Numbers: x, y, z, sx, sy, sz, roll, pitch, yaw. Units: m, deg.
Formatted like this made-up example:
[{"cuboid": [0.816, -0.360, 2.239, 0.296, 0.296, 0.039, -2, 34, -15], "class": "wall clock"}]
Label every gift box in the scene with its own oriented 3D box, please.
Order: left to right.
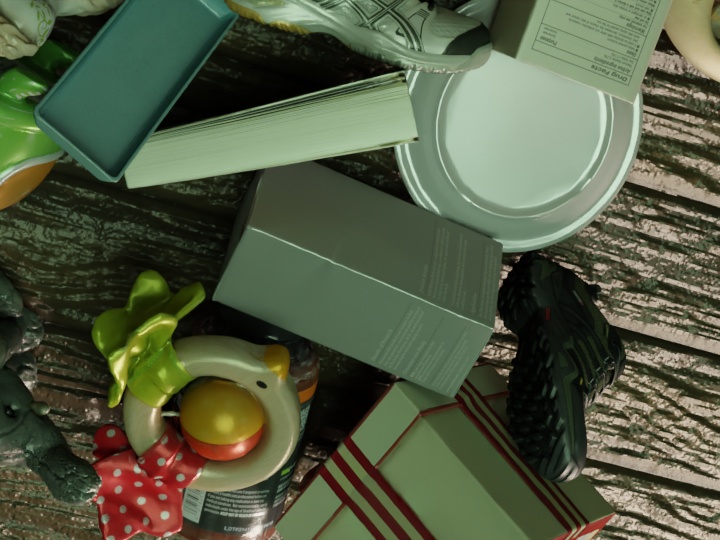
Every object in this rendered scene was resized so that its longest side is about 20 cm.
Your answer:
[{"cuboid": [0.063, 0.187, 1.356, 0.185, 0.187, 0.200, -49, 160, 18], "class": "gift box"}]

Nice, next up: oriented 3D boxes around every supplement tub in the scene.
[{"cuboid": [-0.092, 0.106, 1.340, 0.106, 0.107, 0.202, 9, 113, -16], "class": "supplement tub"}]

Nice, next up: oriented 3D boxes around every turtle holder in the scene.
[{"cuboid": [-0.289, -0.111, 1.168, 0.184, 0.141, 0.132, 20, 111, -22], "class": "turtle holder"}]

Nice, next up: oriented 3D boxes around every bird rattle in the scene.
[{"cuboid": [-0.124, 0.111, 1.241, 0.161, 0.113, 0.202, 3, 114, 3], "class": "bird rattle"}]

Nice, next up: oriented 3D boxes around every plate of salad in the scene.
[{"cuboid": [0.118, -0.114, 1.312, 0.198, 0.048, 0.202, -3, 105, -13], "class": "plate of salad"}]

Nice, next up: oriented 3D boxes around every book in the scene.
[{"cuboid": [-0.061, -0.098, 1.214, 0.198, 0.134, 0.049, -12, 98, 2], "class": "book"}]

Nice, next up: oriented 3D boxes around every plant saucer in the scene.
[{"cuboid": [-0.150, -0.138, 1.168, 0.070, 0.201, 0.019, 41, 136, -12], "class": "plant saucer"}]

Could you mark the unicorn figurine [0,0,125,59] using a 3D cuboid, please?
[{"cuboid": [-0.223, -0.196, 1.158, 0.136, 0.201, 0.074, 24, 136, -8], "class": "unicorn figurine"}]

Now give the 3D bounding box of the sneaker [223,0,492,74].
[{"cuboid": [0.005, -0.200, 1.217, 0.198, 0.076, 0.088, 16, 106, -8], "class": "sneaker"}]

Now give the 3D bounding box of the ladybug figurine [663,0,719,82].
[{"cuboid": [0.308, -0.203, 1.297, 0.198, 0.072, 0.137, 14, 113, -18], "class": "ladybug figurine"}]

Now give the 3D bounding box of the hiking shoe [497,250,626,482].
[{"cuboid": [0.167, 0.075, 1.335, 0.100, 0.201, 0.076, 14, 141, -21], "class": "hiking shoe"}]

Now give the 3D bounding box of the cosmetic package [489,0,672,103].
[{"cuboid": [0.176, -0.233, 1.231, 0.103, 0.073, 0.202, 18, 99, -19], "class": "cosmetic package"}]

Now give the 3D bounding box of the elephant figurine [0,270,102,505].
[{"cuboid": [-0.284, 0.089, 1.232, 0.154, 0.200, 0.142, -23, 119, 0], "class": "elephant figurine"}]

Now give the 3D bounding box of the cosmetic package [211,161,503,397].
[{"cuboid": [0.000, 0.000, 1.279, 0.198, 0.107, 0.091, 22, 129, -6], "class": "cosmetic package"}]
